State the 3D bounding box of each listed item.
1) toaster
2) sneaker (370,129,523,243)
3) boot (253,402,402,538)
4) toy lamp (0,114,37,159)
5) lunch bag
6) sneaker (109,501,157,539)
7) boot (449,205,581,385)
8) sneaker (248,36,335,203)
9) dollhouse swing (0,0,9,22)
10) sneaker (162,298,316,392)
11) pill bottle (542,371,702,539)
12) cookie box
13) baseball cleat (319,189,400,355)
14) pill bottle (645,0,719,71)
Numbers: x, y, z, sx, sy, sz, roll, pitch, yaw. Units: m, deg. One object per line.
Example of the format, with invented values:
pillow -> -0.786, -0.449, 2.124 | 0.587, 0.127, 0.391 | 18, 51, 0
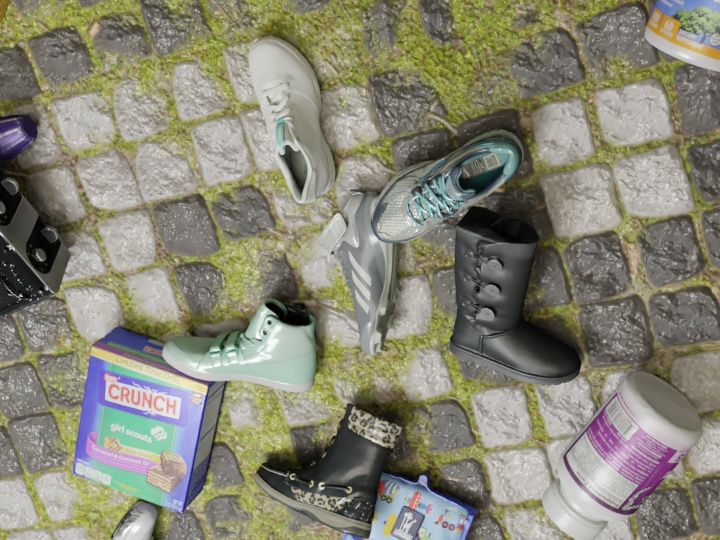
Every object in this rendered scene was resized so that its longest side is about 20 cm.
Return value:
toaster -> -0.496, -0.026, 1.596 | 0.199, 0.119, 0.181 | -23, 120, 22
sneaker -> 0.095, -0.097, 1.425 | 0.200, 0.086, 0.078 | -34, 97, 9
boot -> -0.040, 0.244, 1.616 | 0.203, 0.073, 0.154 | 17, 84, 43
toy lamp -> -0.504, -0.151, 1.613 | 0.199, 0.058, 0.058 | -20, 103, 24
lunch bag -> 0.056, 0.356, 1.634 | 0.150, 0.094, 0.201 | 22, 101, 9
sneaker -> -0.312, 0.407, 1.758 | 0.099, 0.078, 0.200 | 27, 123, -2
boot -> 0.187, 0.031, 1.451 | 0.164, 0.066, 0.201 | 12, 127, 12
sneaker -> -0.084, -0.175, 1.468 | 0.075, 0.089, 0.201 | -15, 104, 21
dollhouse swing -> -0.525, -0.390, 1.479 | 0.199, 0.182, 0.176 | 32, 135, 3
sneaker -> -0.151, 0.080, 1.585 | 0.199, 0.074, 0.119 | 8, 118, 2
pill bottle -> 0.307, 0.227, 1.490 | 0.112, 0.112, 0.200 | 35, 115, 1
cookie box -> -0.282, 0.199, 1.666 | 0.170, 0.075, 0.201 | 18, 112, 10
baseball cleat -> 0.000, 0.000, 1.527 | 0.106, 0.070, 0.201 | 11, 102, 18
pill bottle -> 0.376, -0.313, 1.267 | 0.112, 0.112, 0.201 | 21, 114, 8
